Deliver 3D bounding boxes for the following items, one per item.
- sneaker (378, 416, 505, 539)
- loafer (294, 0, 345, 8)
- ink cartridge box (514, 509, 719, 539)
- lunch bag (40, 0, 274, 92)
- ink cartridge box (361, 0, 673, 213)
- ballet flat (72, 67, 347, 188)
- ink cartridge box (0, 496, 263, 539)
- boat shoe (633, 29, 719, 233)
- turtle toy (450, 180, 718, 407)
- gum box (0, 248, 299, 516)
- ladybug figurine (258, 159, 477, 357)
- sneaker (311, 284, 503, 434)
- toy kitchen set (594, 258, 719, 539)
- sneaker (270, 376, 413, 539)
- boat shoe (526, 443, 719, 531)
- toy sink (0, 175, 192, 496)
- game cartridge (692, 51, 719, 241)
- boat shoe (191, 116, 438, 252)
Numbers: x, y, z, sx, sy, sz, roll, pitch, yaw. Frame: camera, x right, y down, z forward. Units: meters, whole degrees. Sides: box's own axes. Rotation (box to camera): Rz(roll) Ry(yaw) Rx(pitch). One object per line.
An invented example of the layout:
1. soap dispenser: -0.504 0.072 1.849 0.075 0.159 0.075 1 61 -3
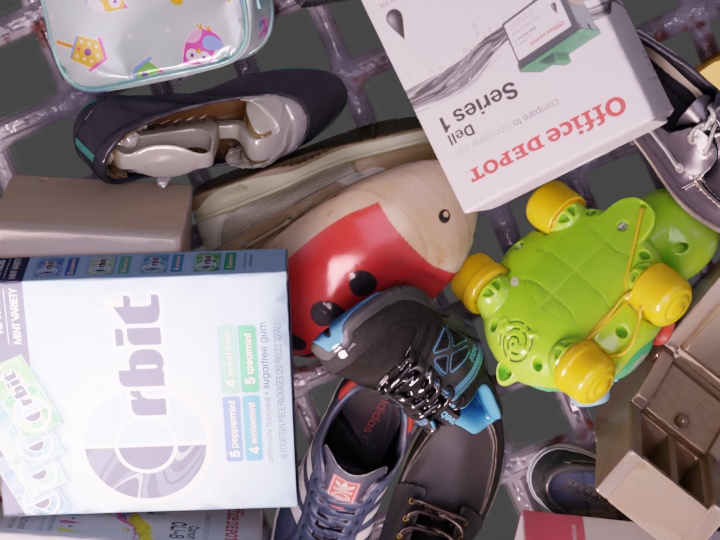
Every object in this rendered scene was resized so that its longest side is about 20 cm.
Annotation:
1. sneaker: 0.054 0.188 1.463 0.074 0.106 0.201 21 96 -4
2. loafer: 0.049 -0.206 1.435 0.199 0.068 0.071 -12 89 -4
3. ink cartridge box: 0.200 0.256 1.459 0.198 0.083 0.147 7 128 -3
4. lunch bag: -0.144 -0.224 1.413 0.159 0.077 0.202 -10 99 10
5. ink cartridge box: 0.095 -0.156 1.341 0.145 0.084 0.201 -27 88 17
6. ballet flat: -0.098 -0.094 1.424 0.198 0.073 0.074 -8 97 -15
7. ink cartridge box: -0.168 0.240 1.443 0.198 0.145 0.146 5 96 -3
8. boat shoe: 0.227 -0.094 1.412 0.073 0.063 0.200 -42 69 -2
9. turtle toy: 0.169 0.013 1.442 0.200 0.101 0.146 -43 56 -7
10. gum box: -0.142 0.074 1.354 0.198 0.045 0.171 -3 113 0
11. ladybug figurine: 0.000 0.000 1.419 0.199 0.135 0.072 -35 61 25
12. sneaker: 0.040 0.064 1.390 0.073 0.200 0.082 -36 67 22
13. toy kitchen set: 0.285 0.096 1.407 0.163 0.181 0.200 37 106 -4
14. sneaker: -0.016 0.158 1.468 0.074 0.085 0.202 17 96 -4
15. boat shoe: 0.213 0.185 1.492 0.199 0.057 0.069 22 95 -4
16. toy sink: -0.186 0.046 1.427 0.129 0.112 0.202 3 112 -1
17. game cartridge: 0.332 -0.097 1.479 0.199 0.032 0.177 -27 97 4
18. boat shoe: -0.020 -0.057 1.451 0.199 0.073 0.064 -18 101 3
